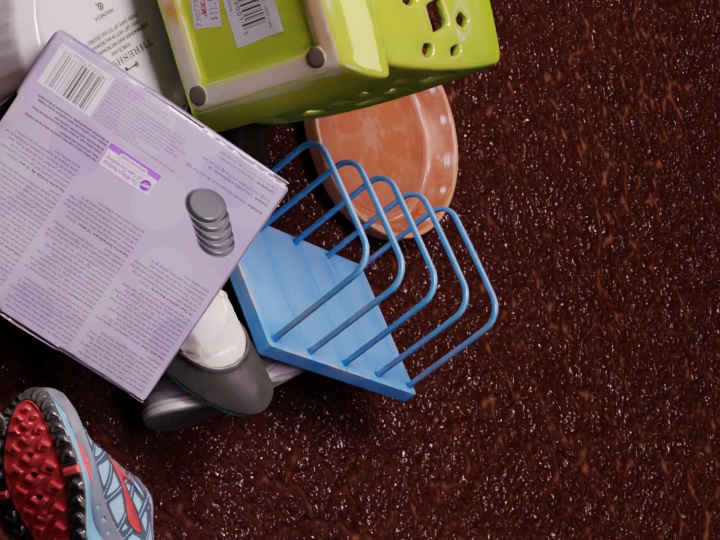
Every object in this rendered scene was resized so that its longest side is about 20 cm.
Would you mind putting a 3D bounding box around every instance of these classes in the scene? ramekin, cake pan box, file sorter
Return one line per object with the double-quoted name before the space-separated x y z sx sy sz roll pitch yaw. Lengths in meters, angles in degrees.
"ramekin" -0.208 -0.162 1.312 0.202 0.094 0.204 17 67 -46
"cake pan box" -0.180 -0.039 1.221 0.199 0.052 0.185 32 93 -10
"file sorter" 0.000 0.000 1.445 0.200 0.122 0.139 23 37 -51

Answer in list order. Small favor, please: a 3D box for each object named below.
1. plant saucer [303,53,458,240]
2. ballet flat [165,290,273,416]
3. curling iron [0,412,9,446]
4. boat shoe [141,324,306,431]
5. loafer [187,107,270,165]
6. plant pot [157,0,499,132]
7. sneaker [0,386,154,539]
"plant saucer" 0.016 -0.125 1.618 0.200 0.032 0.202 18 66 -46
"ballet flat" -0.139 0.027 1.299 0.200 0.068 0.068 39 52 3
"curling iron" -0.254 0.180 1.208 0.026 0.049 0.201 -167 -110 -85
"boat shoe" -0.105 0.073 1.393 0.202 0.074 0.065 -22 85 -53
"loafer" -0.102 -0.148 1.464 0.071 0.073 0.201 31 62 -53
"plant pot" -0.040 -0.212 1.316 0.181 0.198 0.201 -23 99 -56
"sneaker" -0.195 0.167 1.269 0.096 0.079 0.201 -46 123 -60
